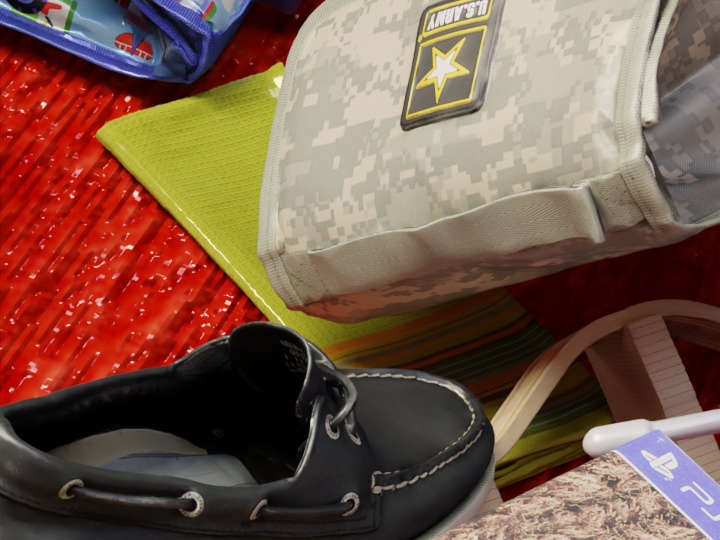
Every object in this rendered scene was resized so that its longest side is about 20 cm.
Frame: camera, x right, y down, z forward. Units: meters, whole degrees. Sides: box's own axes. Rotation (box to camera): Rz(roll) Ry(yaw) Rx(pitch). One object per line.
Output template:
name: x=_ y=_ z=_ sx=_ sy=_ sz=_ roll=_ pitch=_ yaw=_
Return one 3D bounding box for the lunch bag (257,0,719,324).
lunch bag: x=0.072 y=-0.063 z=0.956 sx=0.200 sy=0.164 sz=0.118 roll=-44 pitch=112 yaw=-43

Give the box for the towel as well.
towel: x=0.000 y=0.000 z=1.011 sx=0.086 sy=0.018 sz=0.200 roll=-18 pitch=51 yaw=-38

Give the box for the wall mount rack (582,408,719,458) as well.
wall mount rack: x=0.167 y=0.057 z=0.854 sx=0.075 sy=0.174 sz=0.200 roll=33 pitch=26 yaw=-40

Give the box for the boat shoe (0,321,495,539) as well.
boat shoe: x=-0.033 y=0.047 z=0.834 sx=0.199 sy=0.066 sz=0.075 roll=-8 pitch=34 yaw=-36

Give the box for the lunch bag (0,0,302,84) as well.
lunch bag: x=-0.109 y=-0.147 z=1.103 sx=0.200 sy=0.094 sz=0.151 roll=30 pitch=35 yaw=-4

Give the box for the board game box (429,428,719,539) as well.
board game box: x=0.047 y=0.153 z=0.728 sx=0.200 sy=0.097 sz=0.159 roll=-23 pitch=54 yaw=-39

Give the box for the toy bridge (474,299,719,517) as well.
toy bridge: x=0.097 y=0.045 z=0.967 sx=0.200 sy=0.027 sz=0.067 roll=-17 pitch=79 yaw=-36
